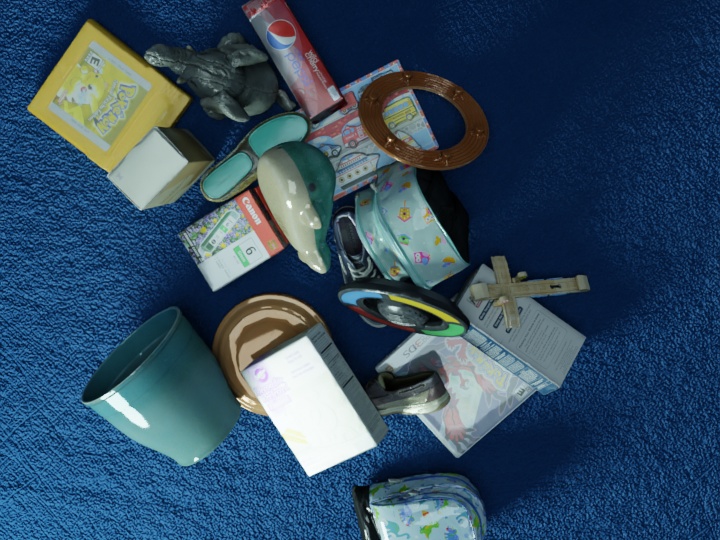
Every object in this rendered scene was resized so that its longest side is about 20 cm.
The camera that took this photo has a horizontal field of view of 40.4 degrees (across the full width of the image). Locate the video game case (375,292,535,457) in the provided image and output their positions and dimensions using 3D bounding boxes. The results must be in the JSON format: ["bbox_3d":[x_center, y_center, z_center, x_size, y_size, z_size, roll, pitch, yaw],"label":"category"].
[{"bbox_3d":[0.155,0.169,1.560,0.182,0.023,0.200,-42,94,8],"label":"video game case"}]

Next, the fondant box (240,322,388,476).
[{"bbox_3d":[-0.071,0.201,1.506,0.144,0.058,0.201,-30,95,29],"label":"fondant box"}]

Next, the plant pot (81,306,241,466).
[{"bbox_3d":[-0.291,0.192,1.513,0.200,0.200,0.188,-39,109,8],"label":"plant pot"}]

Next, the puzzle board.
[{"bbox_3d":[0.002,-0.214,1.519,0.199,0.017,0.151,-26,95,7],"label":"puzzle board"}]

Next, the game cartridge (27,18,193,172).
[{"bbox_3d":[-0.391,-0.261,1.527,0.200,0.032,0.177,37,98,-1],"label":"game cartridge"}]

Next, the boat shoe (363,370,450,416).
[{"bbox_3d":[0.041,0.189,1.525,0.199,0.072,0.065,-7,108,27],"label":"boat shoe"}]

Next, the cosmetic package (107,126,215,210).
[{"bbox_3d":[-0.290,-0.153,1.451,0.105,0.200,0.071,-44,94,8],"label":"cosmetic package"}]

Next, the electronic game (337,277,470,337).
[{"bbox_3d":[0.063,0.058,1.433,0.199,0.200,0.042,15,75,1],"label":"electronic game"}]

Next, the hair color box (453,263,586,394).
[{"bbox_3d":[0.236,0.091,1.507,0.200,0.061,0.100,36,65,-2],"label":"hair color box"}]

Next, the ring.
[{"bbox_3d":[0.095,-0.228,1.440,0.200,0.201,0.019,20,140,0],"label":"ring"}]

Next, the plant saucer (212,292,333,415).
[{"bbox_3d":[-0.141,0.137,1.569,0.199,0.032,0.201,1,98,4],"label":"plant saucer"}]

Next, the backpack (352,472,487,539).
[{"bbox_3d":[0.102,0.401,1.548,0.199,0.154,0.164,-13,90,-8],"label":"backpack"}]

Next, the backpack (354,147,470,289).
[{"bbox_3d":[0.079,-0.065,1.430,0.153,0.200,0.176,-30,110,7],"label":"backpack"}]

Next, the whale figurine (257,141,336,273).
[{"bbox_3d":[-0.077,-0.099,1.457,0.103,0.159,0.201,-27,116,-17],"label":"whale figurine"}]

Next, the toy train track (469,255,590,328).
[{"bbox_3d":[0.264,0.024,1.489,0.199,0.033,0.115,-4,71,-20],"label":"toy train track"}]

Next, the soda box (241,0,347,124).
[{"bbox_3d":[-0.098,-0.323,1.474,0.063,0.070,0.201,-31,90,6],"label":"soda box"}]

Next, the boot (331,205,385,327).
[{"bbox_3d":[0.000,0.000,1.511,0.072,0.090,0.201,-21,96,6],"label":"boot"}]

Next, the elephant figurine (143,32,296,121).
[{"bbox_3d":[-0.200,-0.278,1.428,0.154,0.200,0.142,-21,96,6],"label":"elephant figurine"}]

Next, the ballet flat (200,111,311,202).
[{"bbox_3d":[-0.161,-0.176,1.509,0.200,0.071,0.071,-37,94,4],"label":"ballet flat"}]

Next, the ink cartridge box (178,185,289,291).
[{"bbox_3d":[-0.172,-0.065,1.532,0.199,0.050,0.109,-31,95,7],"label":"ink cartridge box"}]
